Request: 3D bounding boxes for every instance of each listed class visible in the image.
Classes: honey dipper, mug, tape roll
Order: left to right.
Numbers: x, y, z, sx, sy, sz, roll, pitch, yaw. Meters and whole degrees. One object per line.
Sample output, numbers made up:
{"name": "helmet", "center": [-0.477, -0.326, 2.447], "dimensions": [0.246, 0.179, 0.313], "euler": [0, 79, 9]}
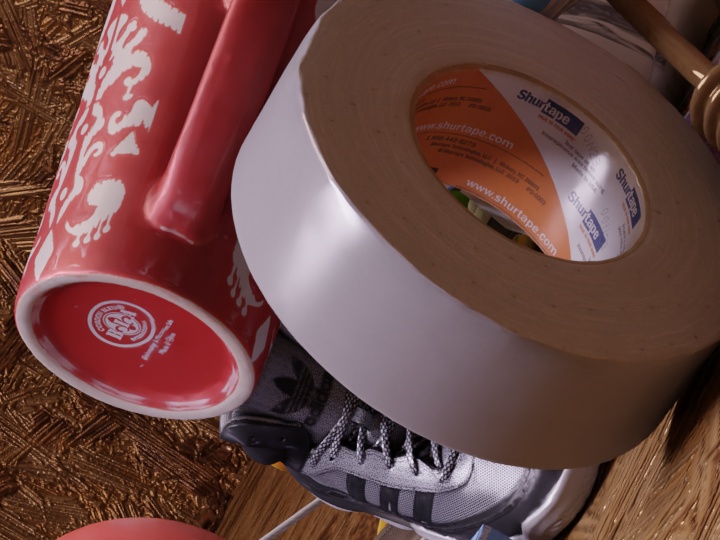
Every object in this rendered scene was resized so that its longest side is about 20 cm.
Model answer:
{"name": "mug", "center": [-0.074, -0.060, 1.183], "dimensions": [0.178, 0.132, 0.201], "euler": [71, -149, -52]}
{"name": "tape roll", "center": [0.052, -0.021, 1.073], "dimensions": [0.066, 0.200, 0.201], "euler": [-56, 5, 38]}
{"name": "honey dipper", "center": [0.125, -0.096, 1.141], "dimensions": [0.038, 0.038, 0.200], "euler": [-59, 37, 16]}

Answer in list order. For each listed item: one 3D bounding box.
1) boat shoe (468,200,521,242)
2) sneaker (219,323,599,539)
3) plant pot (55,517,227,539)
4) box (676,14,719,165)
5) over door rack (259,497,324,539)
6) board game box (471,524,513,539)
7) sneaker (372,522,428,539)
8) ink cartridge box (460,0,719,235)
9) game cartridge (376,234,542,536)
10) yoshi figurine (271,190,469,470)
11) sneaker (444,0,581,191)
{"name": "boat shoe", "center": [0.046, -0.019, 1.426], "dimensions": [0.060, 0.072, 0.202], "euler": [0, -51, -50]}
{"name": "sneaker", "center": [0.007, 0.069, 1.209], "dimensions": [0.199, 0.114, 0.076], "euler": [6, 70, 51]}
{"name": "plant pot", "center": [-0.138, 0.282, 1.715], "dimensions": [0.201, 0.199, 0.178], "euler": [-59, 13, 22]}
{"name": "box", "center": [0.189, -0.109, 1.179], "dimensions": [0.137, 0.039, 0.200], "euler": [-62, 3, -38]}
{"name": "over door rack", "center": [-0.009, 0.164, 1.377], "dimensions": [0.200, 0.066, 0.148], "euler": [-46, -28, -43]}
{"name": "board game box", "center": [0.003, 0.222, 1.166], "dimensions": [0.200, 0.036, 0.152], "euler": [-59, 3, 39]}
{"name": "sneaker", "center": [0.054, 0.112, 1.287], "dimensions": [0.075, 0.070, 0.201], "euler": [-5, 51, 58]}
{"name": "ink cartridge box", "center": [0.116, -0.113, 1.285], "dimensions": [0.146, 0.082, 0.201], "euler": [29, -104, -75]}
{"name": "game cartridge", "center": [0.065, 0.042, 1.543], "dimensions": [0.177, 0.032, 0.201], "euler": [99, -166, -54]}
{"name": "yoshi figurine", "center": [-0.010, -0.002, 1.339], "dimensions": [0.200, 0.112, 0.112], "euler": [-53, 27, 20]}
{"name": "sneaker", "center": [0.044, -0.104, 1.178], "dimensions": [0.200, 0.072, 0.072], "euler": [-56, 38, 35]}
